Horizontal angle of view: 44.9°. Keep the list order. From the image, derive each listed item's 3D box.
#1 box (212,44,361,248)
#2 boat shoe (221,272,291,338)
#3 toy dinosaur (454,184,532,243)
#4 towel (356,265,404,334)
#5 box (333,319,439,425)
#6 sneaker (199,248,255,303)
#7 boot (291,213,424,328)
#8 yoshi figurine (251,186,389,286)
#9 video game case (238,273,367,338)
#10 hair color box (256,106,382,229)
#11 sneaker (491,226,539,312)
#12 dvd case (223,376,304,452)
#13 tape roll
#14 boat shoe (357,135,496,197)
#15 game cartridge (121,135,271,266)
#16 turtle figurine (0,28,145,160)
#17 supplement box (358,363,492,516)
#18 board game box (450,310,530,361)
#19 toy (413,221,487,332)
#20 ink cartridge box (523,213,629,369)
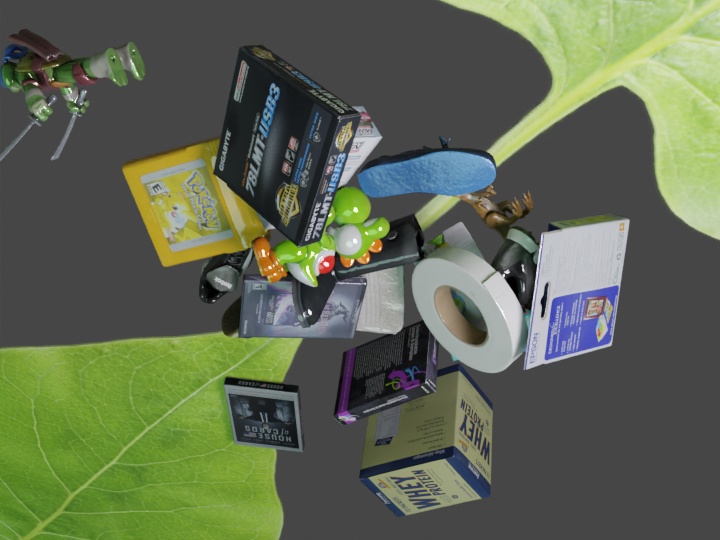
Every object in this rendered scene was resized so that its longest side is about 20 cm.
[{"bbox_3d":[-0.106,-0.167,1.169,0.198,0.049,0.201,39,127,26],"label":"box"},{"bbox_3d":[-0.152,0.051,1.486,0.199,0.074,0.065,-33,148,25],"label":"boat shoe"},{"bbox_3d":[0.207,-0.077,1.305,0.106,0.061,0.200,-17,127,41],"label":"toy dinosaur"},{"bbox_3d":[0.009,0.032,1.453,0.131,0.035,0.201,3,134,7],"label":"towel"},{"bbox_3d":[0.046,0.175,1.508,0.199,0.144,0.036,-26,127,31],"label":"box"},{"bbox_3d":[-0.209,-0.012,1.412,0.066,0.091,0.200,28,133,-17],"label":"sneaker"},{"bbox_3d":[0.000,-0.001,1.314,0.198,0.166,0.066,-11,135,10],"label":"boot"},{"bbox_3d":[-0.059,-0.059,1.272,0.198,0.113,0.113,-18,127,-1],"label":"yoshi figurine"},{"bbox_3d":[-0.097,0.061,1.433,0.198,0.019,0.144,2,137,-11],"label":"video game case"},{"bbox_3d":[-0.067,-0.145,1.244,0.098,0.061,0.200,-11,153,-43],"label":"hair color box"},{"bbox_3d":[0.244,0.030,1.286,0.066,0.091,0.200,28,160,49],"label":"sneaker"},{"bbox_3d":[-0.191,0.292,1.753,0.149,0.025,0.201,5,134,6],"label":"dvd case"},{"bbox_3d":[0.158,0.058,1.281,0.202,0.037,0.204,38,148,29],"label":"tape roll"},{"bbox_3d":[0.094,-0.153,1.237,0.198,0.069,0.085,2,122,15],"label":"boat shoe"},{"bbox_3d":[-0.246,-0.105,1.333,0.198,0.032,0.178,-11,111,22],"label":"game cartridge"},{"bbox_3d":[-0.396,-0.234,1.200,0.192,0.202,0.144,-11,165,16],"label":"turtle figurine"},{"bbox_3d":[0.123,0.309,1.584,0.199,0.201,0.134,-21,127,28],"label":"supplement box"},{"bbox_3d":[0.229,0.073,1.441,0.198,0.045,0.153,-9,130,18],"label":"board game box"},{"bbox_3d":[0.172,0.028,1.358,0.115,0.047,0.201,-29,97,38],"label":"toy"},{"bbox_3d":[0.299,0.027,1.248,0.198,0.047,0.200,-8,110,-35],"label":"ink cartridge box"}]
